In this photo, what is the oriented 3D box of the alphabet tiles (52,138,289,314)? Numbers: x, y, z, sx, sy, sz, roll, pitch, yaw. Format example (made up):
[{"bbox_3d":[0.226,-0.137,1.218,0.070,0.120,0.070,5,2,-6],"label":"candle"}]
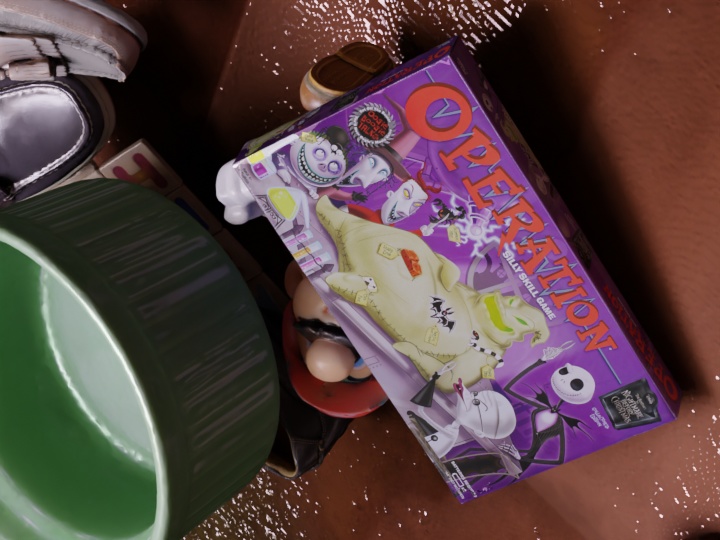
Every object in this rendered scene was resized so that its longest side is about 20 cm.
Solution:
[{"bbox_3d":[-0.137,0.013,1.195,0.166,0.006,0.200,-29,114,29],"label":"alphabet tiles"}]

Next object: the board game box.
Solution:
[{"bbox_3d":[0.045,0.005,0.970,0.120,0.032,0.200,-27,109,23],"label":"board game box"}]

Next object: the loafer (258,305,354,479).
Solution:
[{"bbox_3d":[-0.092,0.035,1.146,0.200,0.072,0.073,31,129,0],"label":"loafer"}]

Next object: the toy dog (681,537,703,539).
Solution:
[{"bbox_3d":[0.152,0.224,1.024,0.194,0.139,0.200,-108,3,-61],"label":"toy dog"}]

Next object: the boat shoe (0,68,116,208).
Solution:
[{"bbox_3d":[-0.219,-0.051,1.127,0.200,0.065,0.072,-17,111,24],"label":"boat shoe"}]

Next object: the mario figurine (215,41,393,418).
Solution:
[{"bbox_3d":[0.000,0.000,1.024,0.123,0.106,0.200,47,143,36],"label":"mario figurine"}]

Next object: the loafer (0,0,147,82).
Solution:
[{"bbox_3d":[-0.207,-0.120,1.066,0.200,0.063,0.072,17,163,5],"label":"loafer"}]

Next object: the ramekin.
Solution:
[{"bbox_3d":[-0.134,0.051,1.070,0.200,0.098,0.200,22,126,34],"label":"ramekin"}]
